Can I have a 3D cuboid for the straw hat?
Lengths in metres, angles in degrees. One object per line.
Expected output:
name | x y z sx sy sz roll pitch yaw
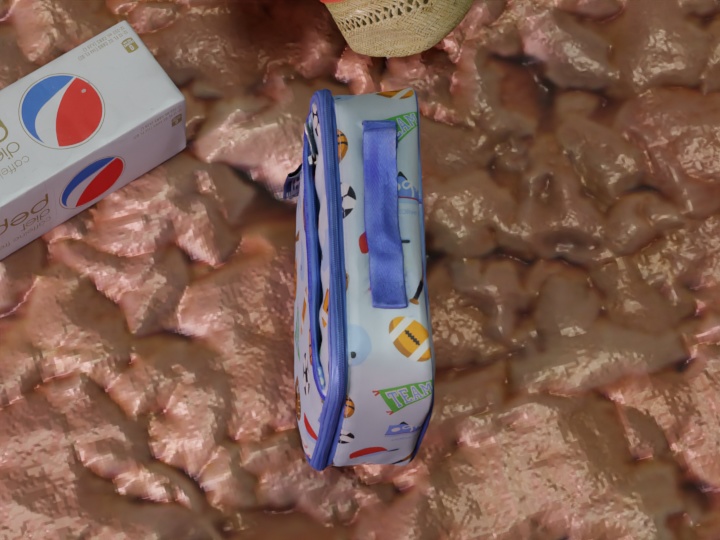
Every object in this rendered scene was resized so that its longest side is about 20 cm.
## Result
straw hat | 0.024 -0.179 1.356 0.200 0.201 0.085 -34 113 -19

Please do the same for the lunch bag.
lunch bag | 0.000 0.000 1.228 0.075 0.161 0.201 -2 65 -5

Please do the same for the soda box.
soda box | -0.201 -0.061 1.298 0.199 0.064 0.068 -33 71 -17
